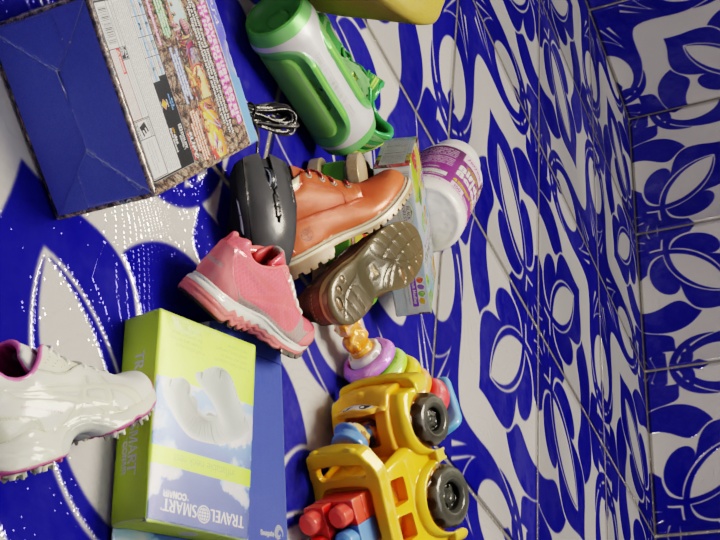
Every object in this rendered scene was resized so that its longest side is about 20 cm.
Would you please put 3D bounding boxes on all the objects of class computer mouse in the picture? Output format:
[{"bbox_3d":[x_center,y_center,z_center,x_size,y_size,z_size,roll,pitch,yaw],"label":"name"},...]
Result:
[{"bbox_3d":[-0.115,-0.077,1.102,0.140,0.046,0.201,8,86,-42],"label":"computer mouse"}]

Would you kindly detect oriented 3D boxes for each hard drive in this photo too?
[{"bbox_3d":[-0.112,0.160,1.062,0.132,0.025,0.201,32,51,-60],"label":"hard drive"}]

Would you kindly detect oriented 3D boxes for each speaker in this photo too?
[{"bbox_3d":[-0.055,-0.226,1.294,0.200,0.088,0.089,55,33,-44],"label":"speaker"}]

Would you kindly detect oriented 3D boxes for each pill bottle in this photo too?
[{"bbox_3d":[0.114,-0.115,1.604,0.200,0.112,0.113,-59,133,-57],"label":"pill bottle"}]

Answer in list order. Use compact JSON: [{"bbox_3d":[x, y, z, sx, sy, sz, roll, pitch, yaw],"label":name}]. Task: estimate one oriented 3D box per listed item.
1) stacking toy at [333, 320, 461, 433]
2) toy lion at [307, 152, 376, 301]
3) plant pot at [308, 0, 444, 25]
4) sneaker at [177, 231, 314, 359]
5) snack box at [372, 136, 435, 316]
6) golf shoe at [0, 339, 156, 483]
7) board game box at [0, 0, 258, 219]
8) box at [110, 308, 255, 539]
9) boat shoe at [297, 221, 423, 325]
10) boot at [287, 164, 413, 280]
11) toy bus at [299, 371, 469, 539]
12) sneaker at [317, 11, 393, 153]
[{"bbox_3d":[0.024,0.121,1.321,0.200,0.110,0.116,53,10,-24],"label":"stacking toy"},{"bbox_3d":[-0.003,-0.047,1.379,0.192,0.068,0.201,45,40,-65],"label":"toy lion"},{"bbox_3d":[0.012,-0.380,1.269,0.200,0.194,0.196,25,84,-51],"label":"plant pot"},{"bbox_3d":[-0.087,0.023,1.075,0.087,0.074,0.200,-56,149,0],"label":"sneaker"},{"bbox_3d":[0.060,-0.060,1.446,0.142,0.053,0.201,-70,153,-68],"label":"snack box"},{"bbox_3d":[-0.215,0.087,0.800,0.200,0.075,0.092,-19,94,-68],"label":"golf shoe"},{"bbox_3d":[-0.189,-0.152,0.934,0.200,0.096,0.160,-44,120,-63],"label":"board game box"},{"bbox_3d":[-0.147,0.145,0.937,0.122,0.048,0.201,27,55,-47],"label":"box"},{"bbox_3d":[0.000,0.001,1.218,0.200,0.067,0.072,-36,112,-49],"label":"boat shoe"},{"bbox_3d":[-0.031,-0.080,1.217,0.200,0.075,0.108,-33,102,-29],"label":"boot"},{"bbox_3d":[0.005,0.226,1.201,0.192,0.135,0.201,-13,90,-51],"label":"toy bus"},{"bbox_3d":[-0.014,-0.241,1.399,0.200,0.083,0.074,63,28,-32],"label":"sneaker"}]
